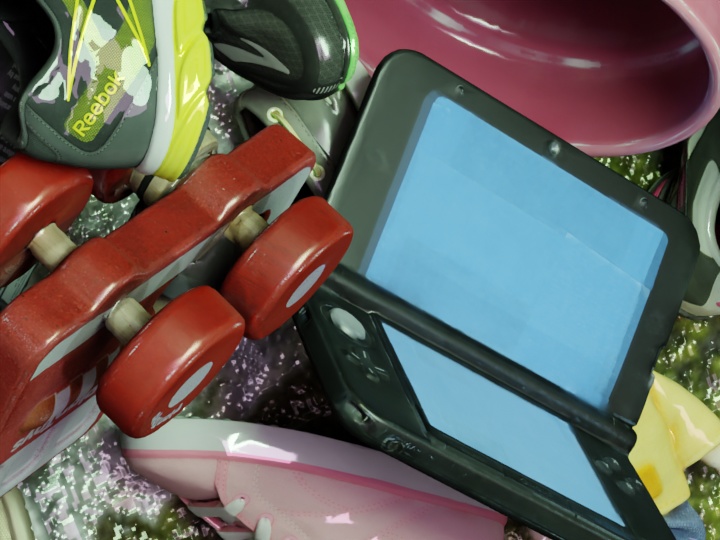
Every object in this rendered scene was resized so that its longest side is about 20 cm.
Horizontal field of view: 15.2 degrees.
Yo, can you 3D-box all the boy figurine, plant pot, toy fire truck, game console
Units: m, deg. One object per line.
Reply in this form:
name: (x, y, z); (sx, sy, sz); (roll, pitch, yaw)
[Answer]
boy figurine: (0.132, 0.096, 1.325); (0.124, 0.064, 0.201); (-15, 99, -19)
plant pot: (0.093, -0.178, 1.242); (0.200, 0.200, 0.179); (27, 66, -21)
toy fire truck: (-0.104, 0.018, 1.138); (0.112, 0.168, 0.200); (43, 43, 8)
game console: (0.077, 0.023, 1.195); (0.200, 0.176, 0.117); (28, 108, -28)

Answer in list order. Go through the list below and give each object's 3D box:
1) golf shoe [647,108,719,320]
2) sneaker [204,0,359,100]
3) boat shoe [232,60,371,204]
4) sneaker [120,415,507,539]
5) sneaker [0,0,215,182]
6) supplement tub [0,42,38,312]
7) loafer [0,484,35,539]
golf shoe: (0.190, -0.073, 1.334); (0.077, 0.088, 0.201); (11, 86, -22)
sneaker: (-0.092, -0.131, 1.188); (0.200, 0.077, 0.084); (33, 42, 4)
boat shoe: (-0.001, 0.000, 1.260); (0.060, 0.072, 0.202); (-23, 98, -21)
sneaker: (-0.024, 0.131, 1.250); (0.200, 0.075, 0.105); (17, 80, -27)
sneaker: (-0.110, -0.133, 1.063); (0.084, 0.074, 0.201); (-3, 72, -25)
supplement tub: (-0.184, -0.030, 1.163); (0.107, 0.107, 0.200); (32, 79, -21)
loafer: (-0.185, 0.171, 1.183); (0.067, 0.076, 0.201); (1, 91, -29)
